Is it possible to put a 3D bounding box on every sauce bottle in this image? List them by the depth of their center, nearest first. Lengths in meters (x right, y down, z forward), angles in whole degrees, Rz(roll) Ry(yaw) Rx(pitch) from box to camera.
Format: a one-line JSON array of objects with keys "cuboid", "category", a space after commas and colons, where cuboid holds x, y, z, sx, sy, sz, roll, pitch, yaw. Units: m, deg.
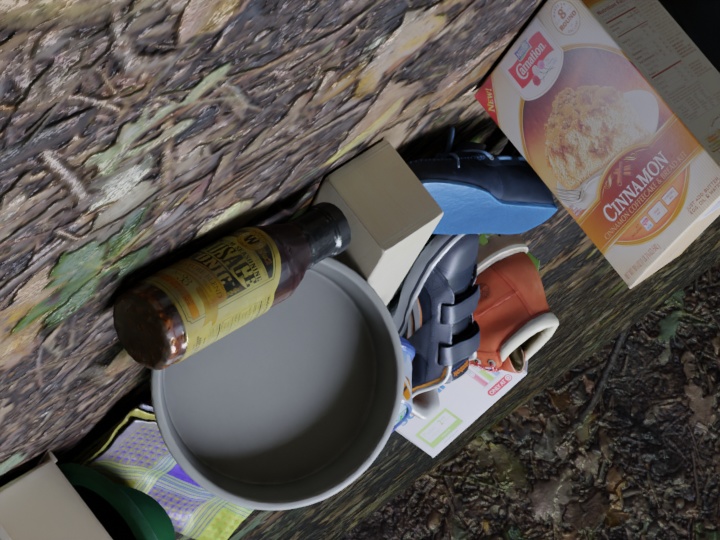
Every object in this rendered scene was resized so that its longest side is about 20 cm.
[{"cuboid": [-0.088, 0.004, 1.480, 0.200, 0.066, 0.066, -33, 168, -40], "category": "sauce bottle"}]

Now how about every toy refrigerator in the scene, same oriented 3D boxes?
[{"cuboid": [-0.002, -0.019, 1.633, 0.070, 0.076, 0.200, -33, 167, -25], "category": "toy refrigerator"}]

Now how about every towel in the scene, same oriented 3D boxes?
[{"cuboid": [-0.159, 0.180, 1.787, 0.199, 0.023, 0.143, 25, 126, -38], "category": "towel"}]

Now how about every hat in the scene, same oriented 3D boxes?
[{"cuboid": [-0.172, 0.214, 1.772, 0.176, 0.166, 0.200, -31, 165, -43], "category": "hat"}]

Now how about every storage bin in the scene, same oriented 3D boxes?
[{"cuboid": [-0.264, 0.289, 1.699, 0.093, 0.200, 0.199, -31, 167, -43], "category": "storage bin"}]

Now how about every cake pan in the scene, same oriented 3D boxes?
[{"cuboid": [-0.066, 0.081, 1.569, 0.200, 0.201, 0.037, -36, -166, -10], "category": "cake pan"}]

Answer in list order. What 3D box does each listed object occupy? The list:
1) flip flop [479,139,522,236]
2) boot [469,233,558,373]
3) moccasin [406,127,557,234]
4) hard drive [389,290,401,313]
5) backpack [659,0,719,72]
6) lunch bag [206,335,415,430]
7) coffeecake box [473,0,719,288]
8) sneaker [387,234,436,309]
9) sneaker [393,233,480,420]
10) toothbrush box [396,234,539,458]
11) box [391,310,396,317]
[{"cuboid": [0.137, -0.072, 1.838, 0.200, 0.057, 0.081, -52, -160, 26], "category": "flip flop"}, {"cuboid": [0.097, 0.064, 1.860, 0.075, 0.108, 0.200, -10, 153, -48], "category": "boot"}, {"cuboid": [0.084, -0.071, 1.705, 0.080, 0.069, 0.199, -31, 158, 28], "category": "moccasin"}, {"cuboid": [-0.001, 0.042, 1.930, 0.200, 0.033, 0.140, -41, -179, 16], "category": "hard drive"}, {"cuboid": [0.273, -0.141, 1.769, 0.146, 0.184, 0.200, -28, 173, -16], "category": "backpack"}, {"cuboid": [-0.064, 0.096, 1.678, 0.198, 0.076, 0.160, 9, 157, -18], "category": "lunch bag"}, {"cuboid": [0.202, -0.114, 1.577, 0.073, 0.200, 0.154, -30, 166, -38], "category": "coffeecake box"}, {"cuboid": [0.000, 0.000, 1.770, 0.201, 0.076, 0.115, -46, 161, -6], "category": "sneaker"}, {"cuboid": [0.072, 0.045, 1.788, 0.078, 0.079, 0.201, -31, 153, -45], "category": "sneaker"}, {"cuboid": [0.097, 0.063, 2.043, 0.146, 0.086, 0.201, -45, -164, 30], "category": "toothbrush box"}, {"cuboid": [-0.025, 0.104, 2.027, 0.200, 0.035, 0.110, -39, -168, 29], "category": "box"}]
